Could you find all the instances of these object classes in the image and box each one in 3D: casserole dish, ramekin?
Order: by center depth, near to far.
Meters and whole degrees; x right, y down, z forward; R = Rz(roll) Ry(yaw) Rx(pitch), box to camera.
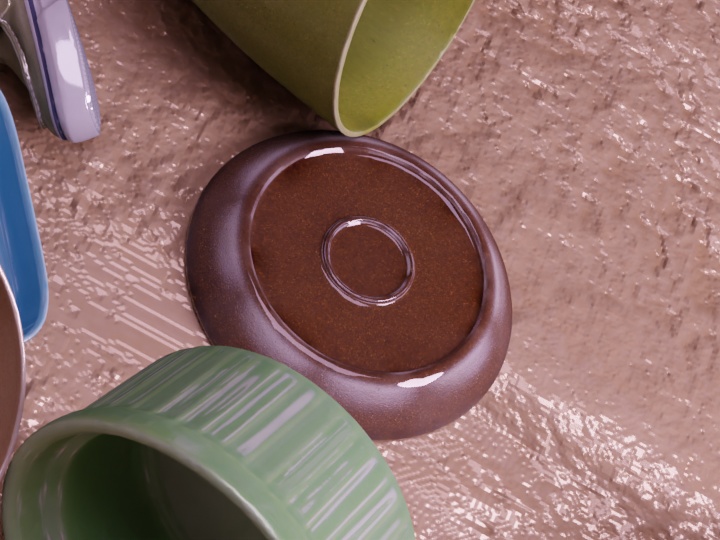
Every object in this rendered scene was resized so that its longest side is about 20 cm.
[{"bbox_3d":[-0.069,0.134,1.230,0.200,0.200,0.098,44,47,6],"label":"ramekin"},{"bbox_3d":[-0.237,-0.028,1.344,0.121,0.039,0.201,-4,64,-25],"label":"casserole dish"}]

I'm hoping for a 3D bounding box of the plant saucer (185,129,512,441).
[{"bbox_3d":[0.000,0.000,1.434,0.199,0.032,0.201,11,59,-18],"label":"plant saucer"}]

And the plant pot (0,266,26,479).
[{"bbox_3d":[-0.279,0.047,1.204,0.200,0.134,0.201,-5,98,-38],"label":"plant pot"}]

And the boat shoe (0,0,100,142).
[{"bbox_3d":[-0.198,-0.154,1.425,0.062,0.072,0.201,-19,65,-4],"label":"boat shoe"}]

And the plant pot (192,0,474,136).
[{"bbox_3d":[-0.043,-0.208,1.458,0.200,0.188,0.187,31,53,15],"label":"plant pot"}]
